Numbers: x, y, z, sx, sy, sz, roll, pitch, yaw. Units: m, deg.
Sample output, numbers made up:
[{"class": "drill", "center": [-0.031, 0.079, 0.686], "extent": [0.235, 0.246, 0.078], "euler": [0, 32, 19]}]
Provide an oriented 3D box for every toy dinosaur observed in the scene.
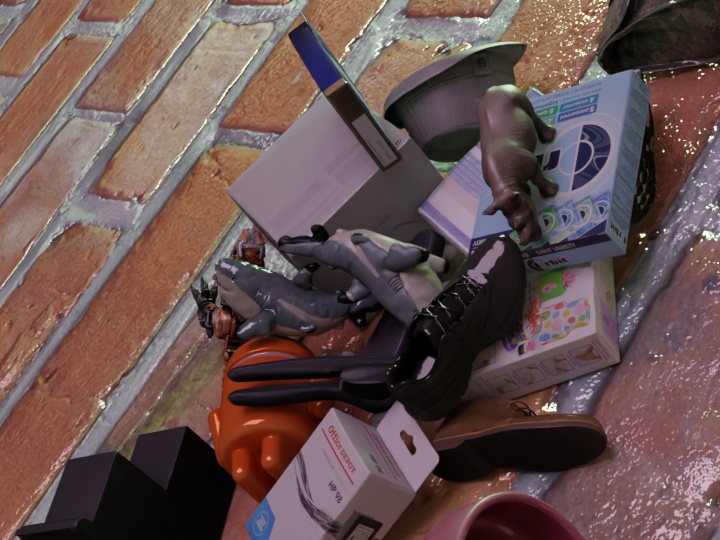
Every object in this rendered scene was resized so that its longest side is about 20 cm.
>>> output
[{"class": "toy dinosaur", "center": [-0.151, 0.051, 1.692], "extent": [0.201, 0.102, 0.136], "euler": [-62, 14, 0]}]

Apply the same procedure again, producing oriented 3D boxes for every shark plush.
[{"class": "shark plush", "center": [-0.061, 0.030, 1.557], "extent": [0.198, 0.084, 0.091], "euler": [3, 10, 20]}, {"class": "shark plush", "center": [0.000, 0.000, 1.497], "extent": [0.198, 0.091, 0.084], "euler": [20, 89, 9]}]

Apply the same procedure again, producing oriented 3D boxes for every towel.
[{"class": "towel", "center": [0.175, -0.093, 1.583], "extent": [0.200, 0.024, 0.147], "euler": [-47, 62, -4]}]

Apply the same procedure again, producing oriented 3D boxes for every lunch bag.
[{"class": "lunch bag", "center": [0.355, -0.316, 1.604], "extent": [0.199, 0.117, 0.165], "euler": [-15, 45, 41]}]

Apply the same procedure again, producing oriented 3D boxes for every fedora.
[{"class": "fedora", "center": [0.125, -0.187, 1.671], "extent": [0.177, 0.199, 0.091], "euler": [-37, 72, 44]}]

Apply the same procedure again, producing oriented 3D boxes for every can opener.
[{"class": "can opener", "center": [-0.041, 0.111, 1.484], "extent": [0.198, 0.079, 0.064], "euler": [-1, 51, 8]}]

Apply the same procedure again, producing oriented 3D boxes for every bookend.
[{"class": "bookend", "center": [-0.242, 0.242, 1.538], "extent": [0.091, 0.200, 0.200], "euler": [-14, 46, 33]}]

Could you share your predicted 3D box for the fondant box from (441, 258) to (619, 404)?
[{"class": "fondant box", "center": [0.162, 0.055, 1.465], "extent": [0.199, 0.058, 0.145], "euler": [-23, 41, 27]}]

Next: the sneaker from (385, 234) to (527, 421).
[{"class": "sneaker", "center": [0.094, 0.051, 1.395], "extent": [0.076, 0.091, 0.201], "euler": [25, 83, 34]}]

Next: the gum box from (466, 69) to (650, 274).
[{"class": "gum box", "center": [0.204, -0.096, 1.469], "extent": [0.169, 0.044, 0.202], "euler": [-13, 51, 39]}]

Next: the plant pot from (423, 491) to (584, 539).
[{"class": "plant pot", "center": [0.090, 0.307, 1.189], "extent": [0.179, 0.199, 0.201], "euler": [-33, 34, 40]}]

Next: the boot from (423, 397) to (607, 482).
[{"class": "boot", "center": [0.151, 0.150, 1.374], "extent": [0.199, 0.074, 0.076], "euler": [-12, 40, 39]}]

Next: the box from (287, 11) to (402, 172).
[{"class": "box", "center": [-0.023, -0.202, 1.593], "extent": [0.032, 0.121, 0.200], "euler": [-35, 36, 6]}]

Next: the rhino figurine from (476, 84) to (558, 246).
[{"class": "rhino figurine", "center": [0.152, -0.102, 1.419], "extent": [0.059, 0.087, 0.201], "euler": [-25, 44, 31]}]

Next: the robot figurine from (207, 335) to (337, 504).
[{"class": "robot figurine", "center": [-0.098, 0.155, 1.560], "extent": [0.201, 0.116, 0.144], "euler": [-90, 19, -45]}]

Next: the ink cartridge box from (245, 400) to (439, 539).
[{"class": "ink cartridge box", "center": [-0.021, 0.222, 1.421], "extent": [0.201, 0.066, 0.116], "euler": [-54, 34, 12]}]

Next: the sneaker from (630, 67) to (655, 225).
[{"class": "sneaker", "center": [0.264, -0.124, 1.516], "extent": [0.088, 0.077, 0.201], "euler": [-8, 48, 21]}]

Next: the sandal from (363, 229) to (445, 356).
[{"class": "sandal", "center": [0.057, 0.048, 1.568], "extent": [0.076, 0.043, 0.202], "euler": [-16, 46, 58]}]

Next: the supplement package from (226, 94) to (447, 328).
[{"class": "supplement package", "center": [-0.016, -0.078, 1.686], "extent": [0.191, 0.147, 0.200], "euler": [-44, 36, -3]}]
